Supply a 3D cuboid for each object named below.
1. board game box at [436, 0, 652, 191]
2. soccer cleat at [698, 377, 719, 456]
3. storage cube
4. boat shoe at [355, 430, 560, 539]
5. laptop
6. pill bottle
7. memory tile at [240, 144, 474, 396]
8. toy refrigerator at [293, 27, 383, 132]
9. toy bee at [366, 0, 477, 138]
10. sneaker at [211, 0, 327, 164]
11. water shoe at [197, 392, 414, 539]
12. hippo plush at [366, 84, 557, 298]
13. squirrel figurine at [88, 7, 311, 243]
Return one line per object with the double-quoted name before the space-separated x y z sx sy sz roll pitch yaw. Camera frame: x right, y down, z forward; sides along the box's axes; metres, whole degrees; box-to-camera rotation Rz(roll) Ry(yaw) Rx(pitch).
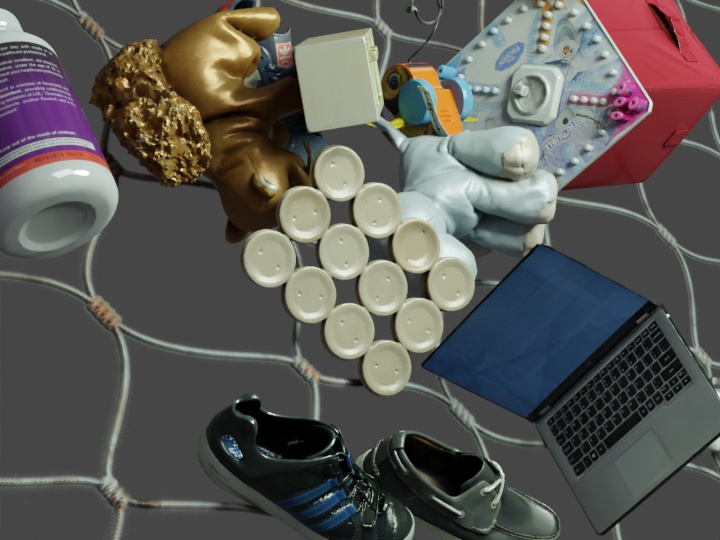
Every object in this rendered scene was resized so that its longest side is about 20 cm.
"board game box" 0.175 -0.182 1.927 0.026 0.200 0.200 11 45 -53
"soccer cleat" 0.408 0.168 1.907 0.200 0.070 0.086 12 61 -31
"storage cube" 0.250 -0.203 2.029 0.180 0.200 0.171 -7 58 -38
"boat shoe" 0.094 0.191 1.585 0.200 0.068 0.072 25 37 -24
"laptop" 0.188 0.108 1.651 0.116 0.187 0.200 -3 55 -43
"pill bottle" -0.279 -0.114 1.513 0.112 0.112 0.200 0 53 -43
"memory tile" 0.000 0.000 1.640 0.200 0.017 0.153 44 71 -20
"toy refrigerator" -0.014 -0.174 1.686 0.200 0.070 0.076 -74 154 -81
"toy bee" 0.063 -0.171 1.915 0.131 0.109 0.200 18 69 -33
"sneaker" -0.081 -0.180 1.787 0.075 0.085 0.200 -19 67 -50
"water shoe" -0.031 0.166 1.482 0.200 0.079 0.072 26 39 -21
"hippo plush" 0.082 -0.057 1.747 0.200 0.159 0.161 52 44 -15
"squirrel figurine" -0.137 -0.117 1.655 0.200 0.142 0.187 -7 69 -38
